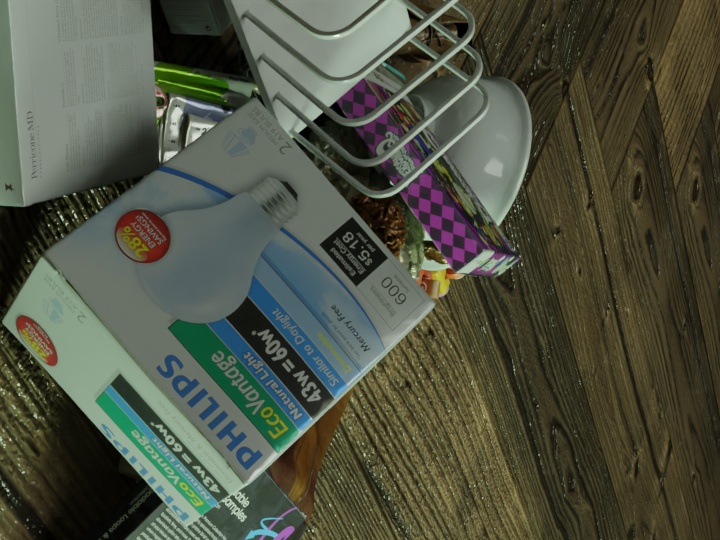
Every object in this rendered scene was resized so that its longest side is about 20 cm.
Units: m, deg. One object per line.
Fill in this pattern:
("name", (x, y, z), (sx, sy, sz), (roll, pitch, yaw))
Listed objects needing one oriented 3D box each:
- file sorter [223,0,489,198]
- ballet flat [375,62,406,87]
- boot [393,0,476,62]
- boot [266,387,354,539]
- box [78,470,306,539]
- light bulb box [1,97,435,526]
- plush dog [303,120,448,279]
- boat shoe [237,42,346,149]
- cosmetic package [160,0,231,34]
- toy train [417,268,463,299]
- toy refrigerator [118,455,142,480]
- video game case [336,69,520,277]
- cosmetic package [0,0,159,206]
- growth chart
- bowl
("file sorter", (0.004, -0.168, 1.048), (0.139, 0.124, 0.200), (-41, 150, -13))
("ballet flat", (-0.011, -0.181, 1.334), (0.064, 0.067, 0.200), (-61, 162, -1))
("boot", (0.053, -0.242, 1.436), (0.200, 0.075, 0.074), (-5, 98, -63))
("boot", (-0.059, 0.127, 1.294), (0.200, 0.068, 0.189), (-67, 148, -32))
("box", (-0.144, 0.214, 1.080), (0.200, 0.036, 0.143), (-43, 140, -10))
("light bulb box", (-0.096, 0.028, 0.996), (0.198, 0.125, 0.200), (48, 57, 0))
("plush dog", (0.000, 0.000, 1.211), (0.172, 0.160, 0.201), (-77, -173, -64))
("boat shoe", (-0.048, -0.137, 1.260), (0.200, 0.075, 0.061), (35, 58, -58))
("cosmetic package", (-0.103, -0.301, 1.133), (0.200, 0.051, 0.151), (-58, 145, -41))
("toy train", (0.085, -0.040, 1.544), (0.150, 0.055, 0.201), (33, 65, -66))
("toy refrigerator", (-0.119, 0.074, 1.158), (0.070, 0.076, 0.201), (37, 61, -59))
("video game case", (0.054, -0.084, 1.244), (0.200, 0.036, 0.181), (56, 12, 10))
("cosmetic package", (-0.202, -0.154, 0.983), (0.151, 0.051, 0.201), (-25, 116, -61))
("growth chart", (-0.108, -0.062, 1.116), (0.144, 0.018, 0.201), (-1, 82, -35))
("bowl", (0.065, -0.109, 1.403), (0.090, 0.201, 0.202), (23, 72, -30))
